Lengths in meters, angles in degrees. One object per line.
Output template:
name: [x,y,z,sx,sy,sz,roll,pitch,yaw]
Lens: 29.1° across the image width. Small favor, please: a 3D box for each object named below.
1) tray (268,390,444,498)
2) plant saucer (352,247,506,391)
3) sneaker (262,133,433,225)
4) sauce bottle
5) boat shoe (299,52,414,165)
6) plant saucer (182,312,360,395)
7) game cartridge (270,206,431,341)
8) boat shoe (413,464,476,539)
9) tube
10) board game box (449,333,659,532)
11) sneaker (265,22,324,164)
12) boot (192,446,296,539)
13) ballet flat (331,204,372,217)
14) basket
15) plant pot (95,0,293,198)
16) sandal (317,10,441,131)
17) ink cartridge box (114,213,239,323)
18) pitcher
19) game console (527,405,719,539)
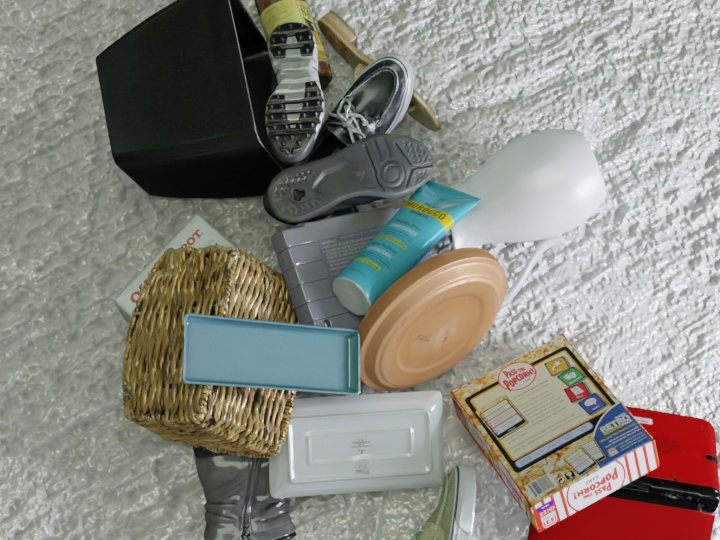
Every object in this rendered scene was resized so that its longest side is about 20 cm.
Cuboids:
tray: [-0.002,0.192,1.521,0.198,0.022,0.108,-3,92,-12]
plant saucer: [0.080,0.060,1.520,0.200,0.201,0.032,-33,56,-9]
sneaker: [-0.020,-0.101,1.561,0.198,0.114,0.077,-20,95,-15]
sauce bottle: [-0.092,-0.312,1.695,0.066,0.066,0.201,-18,77,-5]
boat shoe: [-0.012,-0.166,1.607,0.074,0.068,0.199,44,108,4]
plant saucer: [-0.091,0.087,1.413,0.198,0.019,0.071,7,76,-27]
game cartridge: [0.000,0.000,1.537,0.199,0.038,0.131,-12,75,-41]
boat shoe: [0.084,0.309,1.515,0.061,0.072,0.202,12,77,1]
tube: [0.048,-0.031,1.517,0.077,0.051,0.200,25,52,25]
board game box: [0.208,0.172,1.513,0.151,0.047,0.200,-26,40,-7]
sneaker: [-0.072,-0.184,1.570,0.066,0.091,0.201,-4,51,1]
boot: [-0.085,0.235,1.547,0.198,0.070,0.133,-10,85,-5]
ballet flat: [0.014,-0.001,1.616,0.071,0.072,0.202,-10,76,-3]
basket: [-0.158,0.090,1.492,0.142,0.149,0.202,-3,68,36]
plant pot: [-0.194,-0.190,1.602,0.176,0.200,0.202,-14,74,7]
sandal: [0.004,-0.219,1.668,0.070,0.078,0.212,-39,69,-9]
ink cartridge box: [-0.161,0.056,1.580,0.200,0.083,0.147,40,77,11]
pitcher: [0.188,-0.062,1.606,0.199,0.121,0.173,-23,86,4]
game console: [0.292,0.252,1.561,0.198,0.119,0.173,9,43,2]
